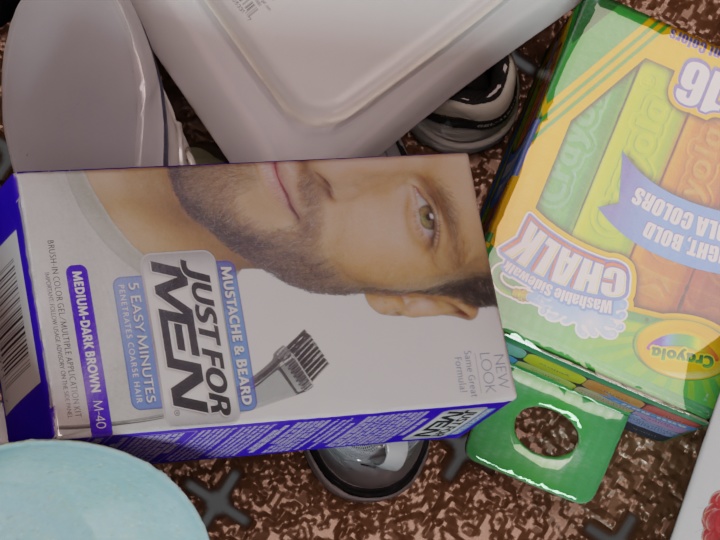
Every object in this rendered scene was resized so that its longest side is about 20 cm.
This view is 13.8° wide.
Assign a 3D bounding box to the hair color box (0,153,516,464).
[{"bbox_3d":[-0.046,0.016,1.190,0.199,0.065,0.110,-4,73,-26],"label":"hair color box"}]

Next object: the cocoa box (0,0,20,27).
[{"bbox_3d":[-0.197,-0.213,1.315,0.131,0.133,0.200,-36,88,-11],"label":"cocoa box"}]

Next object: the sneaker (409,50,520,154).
[{"bbox_3d":[0.008,-0.145,1.350,0.076,0.088,0.200,-41,86,-7],"label":"sneaker"}]

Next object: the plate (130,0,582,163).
[{"bbox_3d":[-0.010,-0.153,1.268,0.200,0.032,0.200,-38,105,-9],"label":"plate"}]

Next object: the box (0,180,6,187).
[{"bbox_3d":[-0.258,0.026,1.210,0.165,0.164,0.201,21,90,3],"label":"box"}]

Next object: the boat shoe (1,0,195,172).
[{"bbox_3d":[-0.096,-0.031,1.262,0.072,0.066,0.201,-16,90,23],"label":"boat shoe"}]

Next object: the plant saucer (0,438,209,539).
[{"bbox_3d":[-0.152,0.142,1.149,0.200,0.039,0.202,-17,127,-24],"label":"plant saucer"}]

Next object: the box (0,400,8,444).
[{"bbox_3d":[-0.223,0.127,1.318,0.199,0.041,0.157,9,82,-3],"label":"box"}]

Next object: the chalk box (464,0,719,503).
[{"bbox_3d":[0.111,0.000,1.321,0.124,0.124,0.201,22,81,-2],"label":"chalk box"}]

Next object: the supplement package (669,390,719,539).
[{"bbox_3d":[0.197,0.122,1.265,0.121,0.120,0.201,20,106,15],"label":"supplement package"}]

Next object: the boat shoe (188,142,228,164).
[{"bbox_3d":[-0.138,0.006,1.312,0.199,0.072,0.076,-22,49,-7],"label":"boat shoe"}]

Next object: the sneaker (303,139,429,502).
[{"bbox_3d":[0.000,0.000,1.316,0.075,0.115,0.201,-6,83,-6],"label":"sneaker"}]
